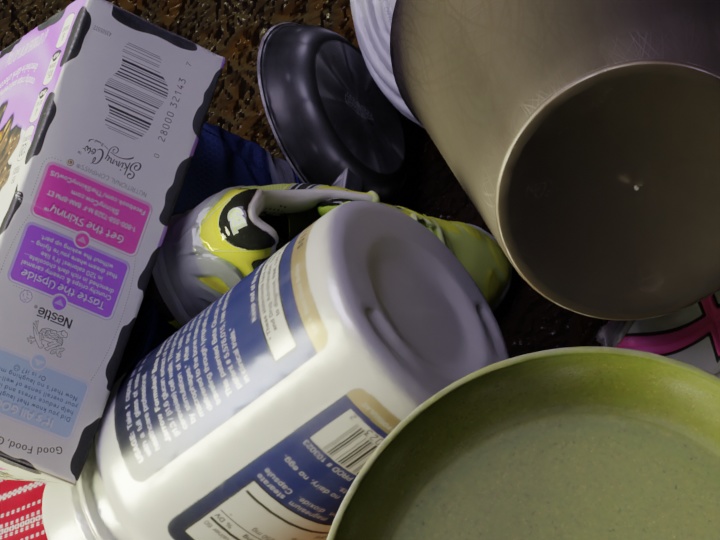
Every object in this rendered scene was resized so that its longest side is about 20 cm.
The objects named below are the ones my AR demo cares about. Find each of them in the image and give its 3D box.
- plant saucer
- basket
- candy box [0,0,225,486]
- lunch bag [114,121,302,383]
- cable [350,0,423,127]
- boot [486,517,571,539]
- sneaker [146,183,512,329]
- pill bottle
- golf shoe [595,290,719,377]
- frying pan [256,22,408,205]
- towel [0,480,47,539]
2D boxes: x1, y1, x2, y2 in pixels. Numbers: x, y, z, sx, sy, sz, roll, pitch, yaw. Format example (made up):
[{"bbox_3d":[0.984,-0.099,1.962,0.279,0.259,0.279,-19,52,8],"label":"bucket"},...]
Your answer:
[{"bbox_3d":[0.083,0.128,0.750,0.199,0.031,0.201,0,76,0],"label":"plant saucer"},{"bbox_3d":[0.100,-0.079,0.891,0.180,0.136,0.200,-45,24,18],"label":"basket"},{"bbox_3d":[-0.150,-0.007,0.966,0.168,0.071,0.201,-11,59,65],"label":"candy box"},{"bbox_3d":[-0.085,0.020,1.067,0.136,0.132,0.201,-36,41,39],"label":"lunch bag"},{"bbox_3d":[0.087,-0.156,1.070,0.199,0.069,0.201,-13,69,32],"label":"cable"},{"bbox_3d":[0.003,0.163,0.838,0.200,0.077,0.155,-43,10,-9],"label":"boot"},{"bbox_3d":[0.000,0.000,0.976,0.076,0.199,0.076,-29,69,47],"label":"sneaker"},{"bbox_3d":[-0.042,0.067,0.903,0.200,0.111,0.111,-37,44,28],"label":"pill bottle"},{"bbox_3d":[0.167,0.021,0.894,0.092,0.073,0.200,36,74,30],"label":"golf shoe"},{"bbox_3d":[-0.020,-0.058,1.054,0.031,0.115,0.190,-26,22,28],"label":"frying pan"},{"bbox_3d":[-0.159,0.098,1.148,0.144,0.022,0.201,-21,50,26],"label":"towel"}]
